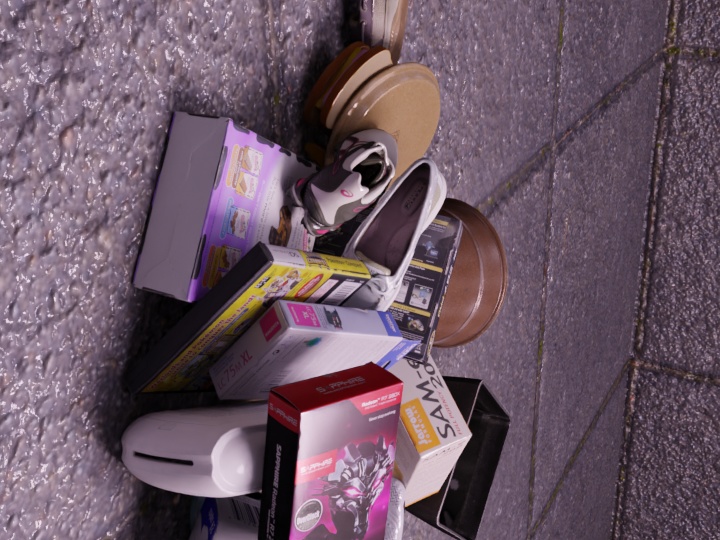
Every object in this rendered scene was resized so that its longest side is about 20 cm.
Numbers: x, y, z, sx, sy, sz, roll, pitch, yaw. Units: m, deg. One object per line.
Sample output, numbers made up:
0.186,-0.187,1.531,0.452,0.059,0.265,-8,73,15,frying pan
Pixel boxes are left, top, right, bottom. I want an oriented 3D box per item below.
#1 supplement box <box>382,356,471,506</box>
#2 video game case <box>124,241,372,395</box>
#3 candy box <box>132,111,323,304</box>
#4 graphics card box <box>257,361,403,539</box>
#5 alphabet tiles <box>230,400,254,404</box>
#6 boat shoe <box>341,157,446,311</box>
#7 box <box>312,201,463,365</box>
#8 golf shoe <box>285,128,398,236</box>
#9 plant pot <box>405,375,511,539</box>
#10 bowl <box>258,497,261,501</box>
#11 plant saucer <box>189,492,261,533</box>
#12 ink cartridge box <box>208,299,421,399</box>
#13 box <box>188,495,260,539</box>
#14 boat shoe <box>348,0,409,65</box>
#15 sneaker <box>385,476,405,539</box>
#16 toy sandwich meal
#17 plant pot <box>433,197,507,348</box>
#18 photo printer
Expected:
0.059,0.198,1.163,0.073,0.127,0.201,-18,154,-18,supplement box
-0.105,0.052,0.922,0.200,0.026,0.180,-42,157,21,video game case
-0.121,-0.045,0.945,0.199,0.071,0.171,20,83,-62,candy box
-0.029,0.194,0.849,0.124,0.051,0.203,-9,114,-43,graphics card box
-0.066,0.173,1.078,0.198,0.006,0.169,16,59,-39,alphabet tiles
0.024,-0.026,0.997,0.203,0.074,0.065,-56,167,-1,boat shoe
0.000,0.000,1.056,0.049,0.197,0.164,48,57,-76,box
0.007,-0.100,0.985,0.078,0.087,0.200,58,36,-14,golf shoe
0.092,0.259,1.368,0.200,0.175,0.202,47,59,-57,plant pot
-0.063,0.307,1.141,0.200,0.074,0.203,-44,139,-48,bowl
-0.136,0.243,1.082,0.200,0.027,0.203,-36,132,-54,plant saucer
-0.042,0.084,0.955,0.198,0.042,0.119,11,135,-47,ink cartridge box
-0.106,0.355,0.971,0.203,0.182,0.105,-67,-163,1,box
0.018,-0.292,1.125,0.202,0.064,0.072,100,12,-49,boat shoe
0.024,0.343,1.170,0.113,0.075,0.203,2,105,-63,sneaker
0.012,-0.174,1.123,0.204,0.070,0.207,-34,148,-25,toy sandwich meal
0.055,0.008,1.194,0.197,0.198,0.204,-4,105,-55,plant pot
-0.117,0.167,0.903,0.198,0.165,0.071,1,87,-46,photo printer
